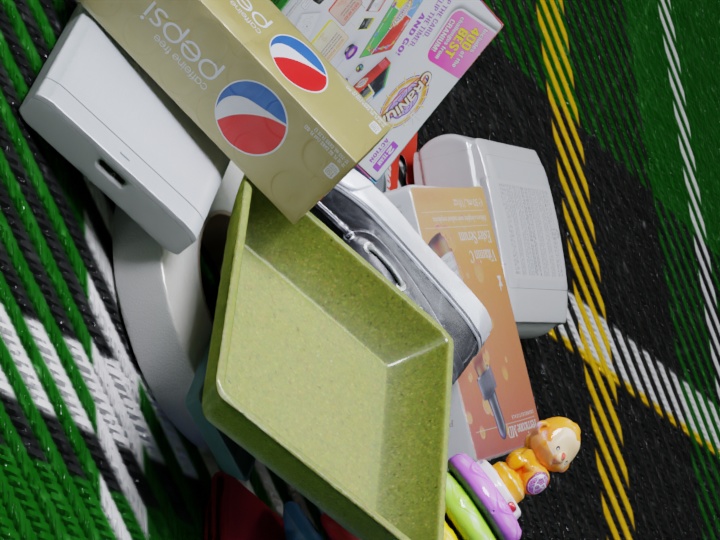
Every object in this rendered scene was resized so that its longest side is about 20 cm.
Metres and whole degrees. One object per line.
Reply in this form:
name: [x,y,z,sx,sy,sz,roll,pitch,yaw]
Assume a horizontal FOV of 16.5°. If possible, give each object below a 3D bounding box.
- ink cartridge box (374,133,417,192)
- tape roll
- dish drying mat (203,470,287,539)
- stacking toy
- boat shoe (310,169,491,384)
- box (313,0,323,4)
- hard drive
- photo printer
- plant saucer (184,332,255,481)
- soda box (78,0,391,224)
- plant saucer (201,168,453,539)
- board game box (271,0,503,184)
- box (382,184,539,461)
ink cartridge box: [0.016,-0.119,1.935,0.200,0.057,0.163,47,35,-41]
tape roll: [-0.094,0.018,1.603,0.203,0.037,0.204,48,34,-48]
dish drying mat: [-0.047,0.206,1.621,0.200,0.018,0.077,49,33,-49]
stacking toy: [0.061,0.160,1.593,0.116,0.199,0.110,59,-7,-34]
boat shoe: [0.000,0.000,1.671,0.200,0.072,0.068,45,54,-13]
box: [-0.090,-0.289,1.593,0.199,0.047,0.194,30,38,-27]
hard drive: [-0.131,-0.114,1.557,0.132,0.027,0.200,43,33,-17]
photo printer: [0.114,-0.025,2.071,0.200,0.069,0.168,1,78,-68]
plant saucer: [-0.070,0.047,1.571,0.070,0.019,0.200,62,25,-27]
soda box: [-0.079,-0.130,1.536,0.200,0.068,0.064,46,33,-2]
plant saucer: [-0.027,0.066,1.535,0.200,0.048,0.201,41,34,-29]
board game box: [0.001,-0.169,1.744,0.040,0.153,0.200,38,-2,37]
box: [0.041,0.047,1.811,0.152,0.106,0.202,-7,83,-68]
